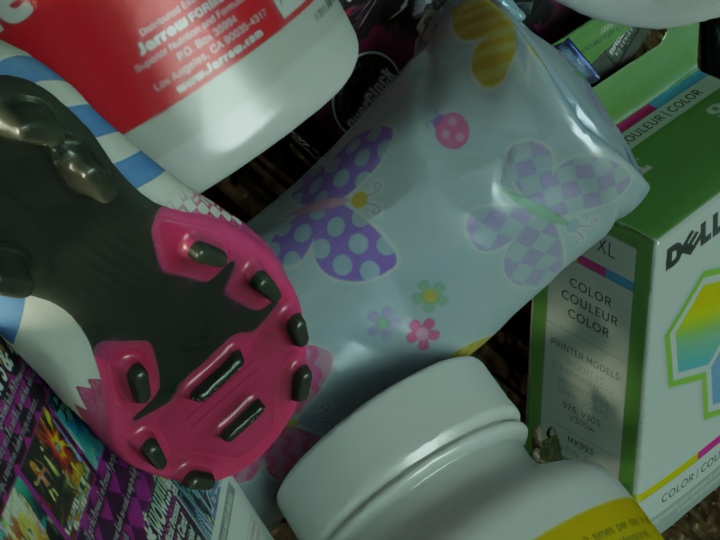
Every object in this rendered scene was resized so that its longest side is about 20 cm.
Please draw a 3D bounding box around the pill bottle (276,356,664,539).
[{"bbox_3d":[0.060,0.130,0.784,0.111,0.201,0.111,-32,163,-11],"label":"pill bottle"}]

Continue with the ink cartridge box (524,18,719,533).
[{"bbox_3d":[0.116,-0.005,0.940,0.104,0.059,0.201,-33,136,-38],"label":"ink cartridge box"}]

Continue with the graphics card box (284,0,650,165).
[{"bbox_3d":[0.008,-0.100,0.875,0.200,0.051,0.126,43,74,-39],"label":"graphics card box"}]

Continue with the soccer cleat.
[{"bbox_3d":[-0.077,-0.012,0.667,0.070,0.086,0.200,-45,145,-4],"label":"soccer cleat"}]

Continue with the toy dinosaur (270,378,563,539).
[{"bbox_3d":[0.025,0.090,0.925,0.199,0.102,0.078,13,65,-55],"label":"toy dinosaur"}]

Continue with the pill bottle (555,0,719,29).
[{"bbox_3d":[0.118,-0.185,0.866,0.117,0.116,0.201,61,41,-32],"label":"pill bottle"}]

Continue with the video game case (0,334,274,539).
[{"bbox_3d":[-0.071,0.087,0.704,0.036,0.200,0.182,-28,107,12],"label":"video game case"}]

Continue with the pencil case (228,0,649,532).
[{"bbox_3d":[0.000,0.000,0.828,0.200,0.083,0.091,-43,103,9],"label":"pencil case"}]

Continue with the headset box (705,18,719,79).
[{"bbox_3d":[0.230,-0.075,1.033,0.173,0.092,0.202,-11,109,-36],"label":"headset box"}]

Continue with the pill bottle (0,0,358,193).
[{"bbox_3d":[-0.095,-0.117,0.725,0.112,0.112,0.201,-38,103,-25],"label":"pill bottle"}]
